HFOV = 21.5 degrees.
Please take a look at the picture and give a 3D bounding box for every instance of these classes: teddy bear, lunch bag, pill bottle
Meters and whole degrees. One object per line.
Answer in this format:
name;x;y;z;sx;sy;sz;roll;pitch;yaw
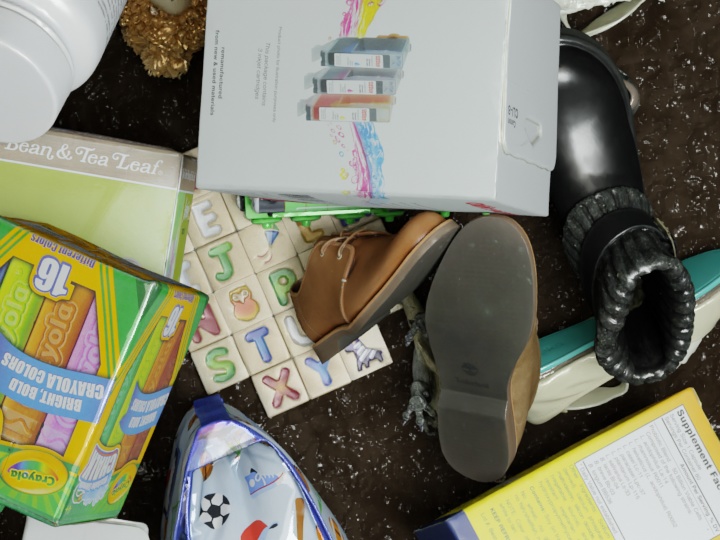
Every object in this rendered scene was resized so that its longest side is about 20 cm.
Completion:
teddy bear;-0.078;-0.211;1.326;0.199;0.067;0.146;-5;90;-3
lunch bag;-0.073;0.187;1.293;0.123;0.170;0.201;-21;95;-7
pill bottle;-0.210;-0.186;1.236;0.113;0.114;0.201;20;51;-3

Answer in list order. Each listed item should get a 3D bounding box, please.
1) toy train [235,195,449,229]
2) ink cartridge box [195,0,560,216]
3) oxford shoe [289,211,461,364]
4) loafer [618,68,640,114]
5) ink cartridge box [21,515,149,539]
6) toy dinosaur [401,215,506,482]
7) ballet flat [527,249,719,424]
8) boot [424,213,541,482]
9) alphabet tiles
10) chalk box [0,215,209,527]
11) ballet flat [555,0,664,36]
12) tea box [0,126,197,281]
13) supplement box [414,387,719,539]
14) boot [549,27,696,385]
toy train;0.012;-0.055;1.337;0.199;0.056;0.042;-4;91;-6
ink cartridge box;0.016;-0.113;1.202;0.199;0.145;0.146;4;89;18
oxford shoe;0.000;0.000;1.276;0.071;0.200;0.071;-34;87;-34
loafer;0.099;-0.122;1.340;0.199;0.063;0.072;-5;92;-3
ink cartridge box;-0.188;0.264;1.253;0.083;0.200;0.146;7;59;-2
toy dinosaur;0.050;0.064;1.335;0.047;0.088;0.201;-16;92;14
ballet flat;0.193;0.052;1.359;0.199;0.069;0.070;-25;93;0
boot;0.090;0.040;1.263;0.073;0.075;0.201;17;127;22
alphabet tiles;-0.061;-0.005;1.365;0.166;0.006;0.201;-23;93;-1
chalk box;-0.197;0.081;1.156;0.123;0.125;0.201;22;91;11
ballet flat;0.134;-0.187;1.341;0.199;0.072;0.072;-19;93;-2
tea box;-0.226;0.000;1.291;0.199;0.134;0.198;10;92;-1
supplement box;0.156;0.178;1.307;0.199;0.110;0.109;-26;84;-14
boot;0.163;-0.044;1.264;0.079;0.158;0.212;-20;122;10
